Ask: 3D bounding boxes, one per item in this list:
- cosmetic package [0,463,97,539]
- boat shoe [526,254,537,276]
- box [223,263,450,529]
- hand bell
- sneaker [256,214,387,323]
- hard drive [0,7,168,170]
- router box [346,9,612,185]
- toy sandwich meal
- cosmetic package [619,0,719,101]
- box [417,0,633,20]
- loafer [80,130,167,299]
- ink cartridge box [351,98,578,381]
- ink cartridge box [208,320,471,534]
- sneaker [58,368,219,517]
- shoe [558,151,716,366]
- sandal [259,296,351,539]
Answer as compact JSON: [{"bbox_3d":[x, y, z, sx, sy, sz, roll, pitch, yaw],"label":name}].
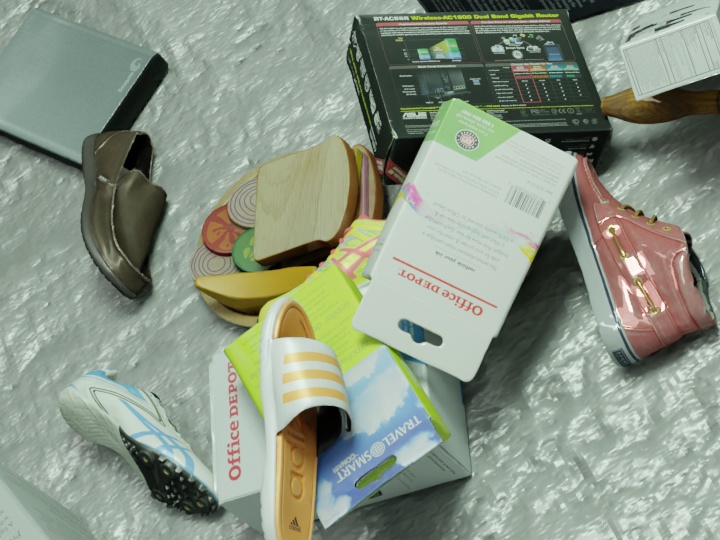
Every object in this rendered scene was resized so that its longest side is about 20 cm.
[{"bbox_3d":[-0.293,0.287,1.728,0.165,0.165,0.200,-46,49,-2],"label":"cosmetic package"},{"bbox_3d":[0.092,-0.075,1.789,0.070,0.070,0.200,-32,51,11],"label":"boat shoe"},{"bbox_3d":[-0.016,0.104,1.643,0.122,0.048,0.200,-38,53,8],"label":"box"},{"bbox_3d":[0.291,-0.137,1.680,0.200,0.104,0.104,-1,61,28],"label":"hand bell"},{"bbox_3d":[0.000,0.000,1.771,0.200,0.078,0.090,-23,63,9],"label":"sneaker"},{"bbox_3d":[-0.304,-0.186,2.121,0.200,0.033,0.140,23,75,38],"label":"hard drive"},{"bbox_3d":[0.099,-0.151,1.767,0.200,0.062,0.150,-3,51,-15],"label":"router box"},{"bbox_3d":[-0.074,-0.040,1.865,0.205,0.070,0.205,-15,55,22],"label":"toy sandwich meal"},{"bbox_3d":[0.264,-0.189,1.686,0.082,0.051,0.200,-17,10,15],"label":"cosmetic package"},{"bbox_3d":[0.155,-0.308,1.873,0.200,0.107,0.149,-15,54,21],"label":"box"},{"bbox_3d":[-0.223,-0.064,1.968,0.071,0.073,0.200,-24,53,15],"label":"loafer"},{"bbox_3d":[0.078,-0.023,1.654,0.200,0.117,0.067,-64,7,-2],"label":"ink cartridge box"},{"bbox_3d":[-0.019,0.120,1.722,0.200,0.084,0.145,-18,55,20],"label":"ink cartridge box"},{"bbox_3d":[-0.185,0.146,1.821,0.072,0.072,0.200,-35,51,-29],"label":"sneaker"},{"bbox_3d":[0.223,-0.023,1.680,0.091,0.071,0.200,-23,58,15],"label":"shoe"},{"bbox_3d":[-0.035,0.121,1.573,0.059,0.079,0.207,-10,71,26],"label":"sandal"}]
